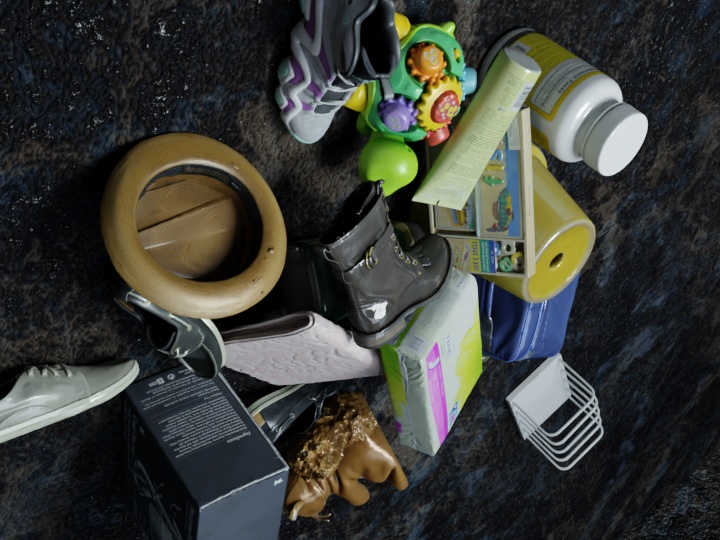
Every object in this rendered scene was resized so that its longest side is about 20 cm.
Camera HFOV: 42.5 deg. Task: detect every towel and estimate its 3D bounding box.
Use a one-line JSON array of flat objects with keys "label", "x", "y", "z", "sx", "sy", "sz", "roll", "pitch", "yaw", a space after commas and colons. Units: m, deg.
[{"label": "towel", "x": -0.079, "y": 0.098, "z": 1.119, "sx": 0.189, "sy": 0.033, "sz": 0.199, "roll": -10, "pitch": 157, "yaw": 29}]

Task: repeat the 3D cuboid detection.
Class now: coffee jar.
[{"label": "coffee jar", "x": 0.000, "y": 0.000, "z": 1.143, "sx": 0.198, "sy": 0.085, "sz": 0.106, "roll": -14, "pitch": 95, "yaw": -38}]

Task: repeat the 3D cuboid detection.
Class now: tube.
[{"label": "tube", "x": 0.131, "y": -0.153, "z": 1.047, "sx": 0.201, "sy": 0.058, "sz": 0.052, "roll": -62, "pitch": 177, "yaw": 30}]

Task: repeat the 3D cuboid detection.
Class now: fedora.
[{"label": "fedora", "x": -0.170, "y": -0.036, "z": 0.911, "sx": 0.199, "sy": 0.203, "sz": 0.081, "roll": -11, "pitch": 169, "yaw": -40}]

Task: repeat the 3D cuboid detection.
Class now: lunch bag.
[{"label": "lunch bag", "x": 0.229, "y": 0.031, "z": 1.369, "sx": 0.131, "sy": 0.135, "sz": 0.203, "roll": -3, "pitch": 106, "yaw": -46}]

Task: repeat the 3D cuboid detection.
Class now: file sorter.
[{"label": "file sorter", "x": 0.392, "y": 0.284, "z": 1.828, "sx": 0.139, "sy": 0.124, "sz": 0.201, "roll": -41, "pitch": 145, "yaw": -8}]

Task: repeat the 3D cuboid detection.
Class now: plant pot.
[{"label": "plant pot", "x": 0.197, "y": -0.063, "z": 1.216, "sx": 0.199, "sy": 0.189, "sz": 0.202, "roll": -28, "pitch": 143, "yaw": -24}]

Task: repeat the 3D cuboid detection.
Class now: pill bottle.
[{"label": "pill bottle", "x": 0.244, "y": -0.201, "z": 1.117, "sx": 0.110, "sy": 0.200, "sz": 0.112, "roll": -27, "pitch": 142, "yaw": -24}]

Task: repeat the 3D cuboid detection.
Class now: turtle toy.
[{"label": "turtle toy", "x": 0.053, "y": -0.181, "z": 1.020, "sx": 0.145, "sy": 0.101, "sz": 0.201, "roll": 9, "pitch": 118, "yaw": -50}]

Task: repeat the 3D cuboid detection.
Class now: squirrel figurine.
[{"label": "squirrel figurine", "x": -0.052, "y": 0.277, "z": 1.359, "sx": 0.185, "sy": 0.142, "sz": 0.201, "roll": -29, "pitch": 139, "yaw": -5}]

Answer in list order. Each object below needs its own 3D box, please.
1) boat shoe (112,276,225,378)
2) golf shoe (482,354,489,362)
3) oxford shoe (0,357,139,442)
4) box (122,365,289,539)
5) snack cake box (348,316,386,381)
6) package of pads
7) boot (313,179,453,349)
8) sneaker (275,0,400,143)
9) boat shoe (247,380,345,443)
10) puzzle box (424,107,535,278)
[{"label": "boat shoe", "x": -0.206, "y": 0.062, "z": 0.997, "sx": 0.201, "sy": 0.071, "sz": 0.068, "roll": 68, "pitch": 33, "yaw": -48}, {"label": "golf shoe", "x": 0.144, "y": 0.123, "z": 1.448, "sx": 0.198, "sy": 0.078, "sz": 0.088, "roll": 10, "pitch": 132, "yaw": -45}, {"label": "oxford shoe", "x": -0.322, "y": 0.123, "z": 0.960, "sx": 0.198, "sy": 0.075, "sz": 0.059, "roll": -20, "pitch": 102, "yaw": -36}, {"label": "box", "x": -0.192, "y": 0.253, "z": 1.107, "sx": 0.123, "sy": 0.197, "sz": 0.202, "roll": -19, "pitch": 137, "yaw": -33}, {"label": "snack cake box", "x": 0.050, "y": 0.104, "z": 1.290, "sx": 0.067, "sy": 0.115, "sz": 0.201, "roll": -39, "pitch": 145, "yaw": -11}, {"label": "package of pads", "x": 0.095, "y": 0.111, "z": 1.162, "sx": 0.155, "sy": 0.067, "sz": 0.202, "roll": -54, "pitch": 149, "yaw": -34}, {"label": "boot", "x": 0.032, "y": -0.027, "z": 1.030, "sx": 0.200, "sy": 0.069, "sz": 0.176, "roll": -50, "pitch": 138, "yaw": -35}, {"label": "sneaker", "x": -0.014, "y": -0.190, "z": 0.903, "sx": 0.077, "sy": 0.140, "sz": 0.202, "roll": -19, "pitch": 137, "yaw": -33}, {"label": "boat shoe", "x": -0.081, "y": 0.186, "z": 1.254, "sx": 0.199, "sy": 0.062, "sz": 0.075, "roll": -22, "pitch": 155, "yaw": -51}, {"label": "puzzle box", "x": 0.142, "y": -0.095, "z": 1.114, "sx": 0.025, "sy": 0.131, "sz": 0.203, "roll": -28, "pitch": 118, "yaw": -53}]
